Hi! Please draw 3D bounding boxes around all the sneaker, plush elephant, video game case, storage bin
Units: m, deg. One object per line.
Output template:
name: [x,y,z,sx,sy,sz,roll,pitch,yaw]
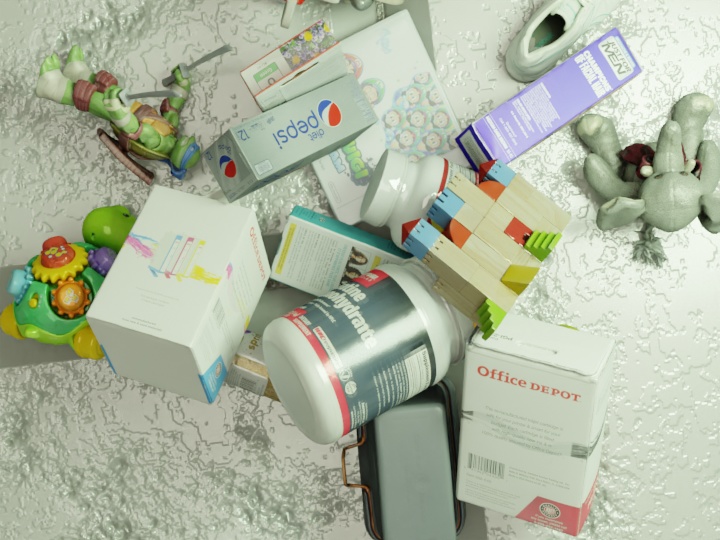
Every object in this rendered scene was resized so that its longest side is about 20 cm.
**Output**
sneaker: [0.249,-0.303,1.293,0.070,0.080,0.201,40,89,2]
plush elephant: [0.337,-0.102,1.253,0.161,0.155,0.204,-3,90,1]
video game case: [0.016,-0.177,1.323,0.180,0.024,0.203,-25,90,1]
storage bin: [0.050,0.224,1.271,0.142,0.134,0.204,-5,89,1]

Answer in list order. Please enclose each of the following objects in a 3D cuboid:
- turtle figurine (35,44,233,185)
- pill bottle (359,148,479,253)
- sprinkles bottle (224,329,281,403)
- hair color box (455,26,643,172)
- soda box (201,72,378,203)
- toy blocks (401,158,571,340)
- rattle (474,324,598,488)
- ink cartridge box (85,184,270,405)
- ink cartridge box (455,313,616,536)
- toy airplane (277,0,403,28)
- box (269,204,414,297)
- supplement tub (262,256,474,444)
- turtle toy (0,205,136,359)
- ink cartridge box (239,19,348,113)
turtle figurine: [-0.255,-0.213,1.270,0.191,0.201,0.145,24,56,5]
pill bottle: [0.104,-0.061,1.266,0.197,0.112,0.114,21,91,-8]
sprinkles bottle: [-0.148,0.098,1.305,0.197,0.068,0.069,22,91,0]
hair color box: [0.211,-0.186,1.268,0.199,0.109,0.065,-36,91,-5]
soda box: [-0.074,-0.146,1.224,0.199,0.068,0.064,-32,91,-41]
toy blocks: [0.124,-0.039,1.160,0.136,0.100,0.201,38,57,3]
rattle: [0.198,0.165,1.303,0.140,0.131,0.203,-5,117,11]
ink cartridge box: [-0.187,0.015,1.218,0.123,0.129,0.202,14,59,13]
ink cartridge box: [0.183,0.159,1.185,0.143,0.085,0.203,14,122,22]
toy airplane: [-0.071,-0.346,1.266,0.198,0.142,0.201,-30,75,-31]
box: [0.000,0.000,1.301,0.197,0.049,0.083,21,110,0]
supplement tub: [0.008,0.080,1.187,0.198,0.140,0.142,-27,90,-21]
turtle toy: [-0.318,0.007,1.269,0.143,0.201,0.102,11,131,23]
ink cartridge box: [-0.072,-0.217,1.211,0.108,0.200,0.051,-32,89,1]
